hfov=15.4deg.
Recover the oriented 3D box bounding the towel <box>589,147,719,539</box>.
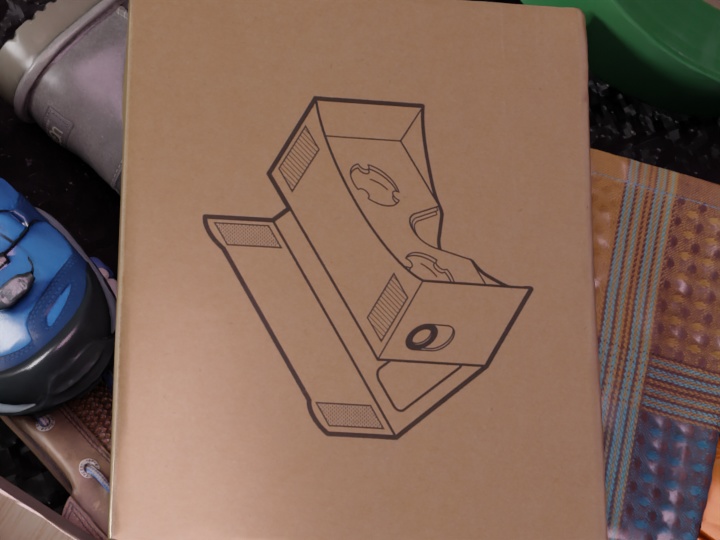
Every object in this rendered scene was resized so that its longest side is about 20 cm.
[{"bbox_3d":[0.031,0.013,0.915,0.199,0.022,0.148,16,69,-3],"label":"towel"}]

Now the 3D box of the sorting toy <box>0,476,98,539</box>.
[{"bbox_3d":[-0.145,0.171,0.849,0.198,0.070,0.201,31,93,7],"label":"sorting toy"}]

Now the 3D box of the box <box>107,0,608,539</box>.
[{"bbox_3d":[0.000,0.000,0.891,0.162,0.021,0.201,3,69,-8],"label":"box"}]

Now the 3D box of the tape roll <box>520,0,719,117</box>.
[{"bbox_3d":[0.132,-0.159,0.983,0.199,0.048,0.202,5,80,-29],"label":"tape roll"}]

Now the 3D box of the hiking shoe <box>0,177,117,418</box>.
[{"bbox_3d":[-0.160,-0.024,0.914,0.074,0.087,0.200,-44,57,-10],"label":"hiking shoe"}]

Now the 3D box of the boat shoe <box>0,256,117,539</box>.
[{"bbox_3d":[-0.072,0.094,0.922,0.072,0.072,0.200,-30,65,-8],"label":"boat shoe"}]

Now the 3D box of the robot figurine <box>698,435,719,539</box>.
[{"bbox_3d":[0.134,0.127,0.925,0.200,0.058,0.145,35,73,9],"label":"robot figurine"}]

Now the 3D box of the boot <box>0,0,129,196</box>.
[{"bbox_3d":[-0.013,-0.044,0.969,0.182,0.073,0.200,-42,75,-12],"label":"boot"}]
